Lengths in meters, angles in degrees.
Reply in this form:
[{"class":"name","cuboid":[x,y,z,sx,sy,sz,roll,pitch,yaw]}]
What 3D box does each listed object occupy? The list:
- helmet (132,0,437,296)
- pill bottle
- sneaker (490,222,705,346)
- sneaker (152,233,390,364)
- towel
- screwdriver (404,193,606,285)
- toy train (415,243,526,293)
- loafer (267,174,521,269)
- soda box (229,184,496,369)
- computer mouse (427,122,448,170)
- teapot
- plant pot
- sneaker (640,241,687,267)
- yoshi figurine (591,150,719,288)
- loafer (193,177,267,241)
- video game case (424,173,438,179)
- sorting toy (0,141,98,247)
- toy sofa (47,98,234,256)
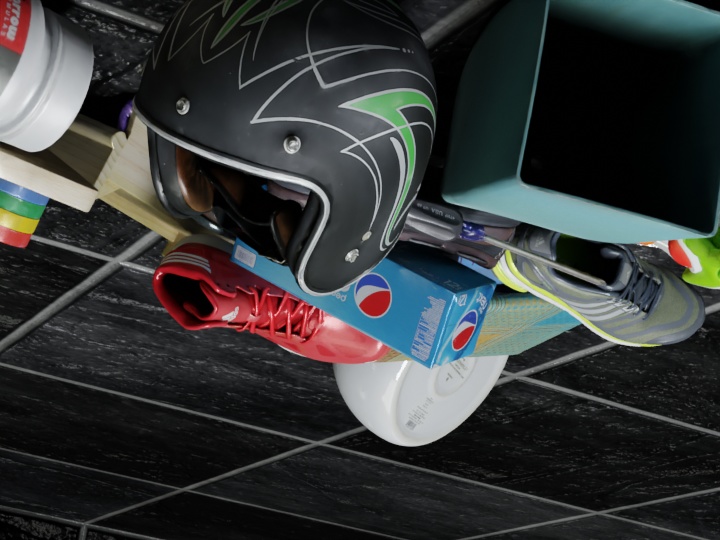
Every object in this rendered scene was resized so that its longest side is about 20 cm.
[{"class":"helmet","cuboid":[-0.045,-0.102,1.020,0.197,0.201,0.192,4,134,9]},{"class":"pill bottle","cuboid":[-0.283,-0.160,1.062,0.113,0.115,0.199,-13,153,43]},{"class":"sneaker","cuboid":[0.194,0.011,1.247,0.198,0.075,0.081,19,174,-25]},{"class":"sneaker","cuboid":[-0.075,0.039,1.265,0.198,0.079,0.116,17,-163,7]},{"class":"towel","cuboid":[0.109,0.045,1.353,0.199,0.022,0.146,-1,160,-42]},{"class":"screwdriver","cuboid":[0.100,-0.022,1.153,0.198,0.029,0.028,16,129,-31]},{"class":"toy train","cuboid":[0.097,-0.019,1.308,0.198,0.088,0.114,-5,174,-25]},{"class":"loafer","cuboid":[0.024,-0.037,1.170,0.198,0.072,0.064,7,117,-18]},{"class":"soda box","cuboid":[0.000,0.000,1.223,0.199,0.065,0.068,28,-158,27]},{"class":"computer mouse","cuboid":[-0.026,-0.114,1.186,0.198,0.053,0.138,9,179,14]},{"class":"teapot","cuboid":[0.042,0.057,1.502,0.196,0.202,0.146,-22,-135,-38]},{"class":"plant pot","cuboid":[0.137,-0.095,1.071,0.140,0.143,0.200,14,170,-17]},{"class":"sneaker","cuboid":[0.262,-0.052,1.248,0.198,0.076,0.089,11,148,-7]},{"class":"yoshi figurine","cuboid":[0.264,-0.049,1.164,0.199,0.113,0.112,28,179,-19]},{"class":"loafer","cuboid":[-0.063,-0.054,1.337,0.199,0.063,0.072,14,-155,-47]},{"class":"video game case","cuboid":[-0.025,-0.078,1.256,0.198,0.019,0.143,8,180,-19]},{"class":"sorting toy","cuboid":[-0.326,-0.091,1.194,0.199,0.070,0.198,23,-174,-37]},{"class":"toy sofa","cuboid":[-0.172,-0.073,1.337,0.082,0.098,0.200,23,174,38]}]
